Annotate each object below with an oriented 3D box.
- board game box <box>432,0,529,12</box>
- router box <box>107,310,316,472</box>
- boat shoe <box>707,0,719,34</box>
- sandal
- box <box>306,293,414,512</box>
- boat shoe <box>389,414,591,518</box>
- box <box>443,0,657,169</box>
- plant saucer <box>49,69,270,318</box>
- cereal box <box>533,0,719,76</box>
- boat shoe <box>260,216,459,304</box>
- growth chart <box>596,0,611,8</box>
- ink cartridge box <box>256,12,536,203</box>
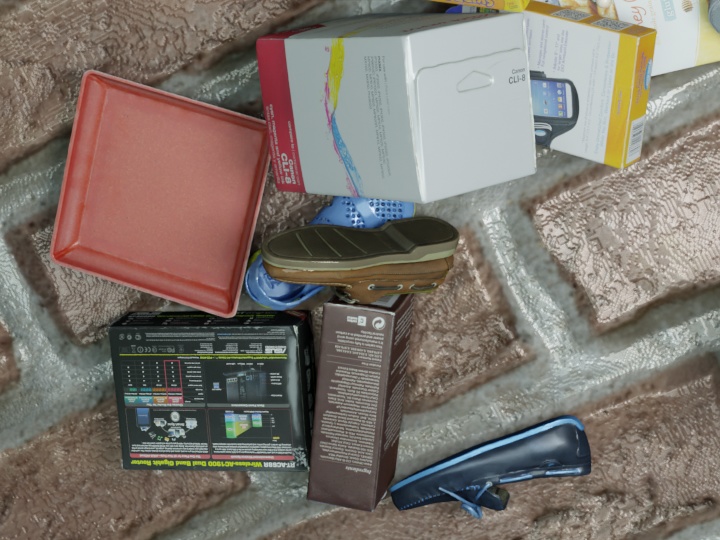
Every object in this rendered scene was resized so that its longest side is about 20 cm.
[{"bbox_3d":[0.069,-0.278,1.512,0.199,0.096,0.030,14,147,26],"label":"board game box"},{"bbox_3d":[-0.141,0.119,1.699,0.199,0.062,0.150,0,103,13],"label":"router box"},{"bbox_3d":[0.382,-0.193,1.491,0.200,0.067,0.073,42,140,-24],"label":"boat shoe"},{"bbox_3d":[-0.032,-0.020,1.627,0.200,0.087,0.080,-37,92,17],"label":"sandal"},{"bbox_3d":[0.000,0.117,1.647,0.075,0.100,0.201,7,105,11],"label":"box"},{"bbox_3d":[0.124,0.200,1.647,0.199,0.084,0.069,-22,87,20],"label":"boat shoe"},{"bbox_3d":[0.158,-0.173,1.515,0.200,0.041,0.119,21,120,33],"label":"box"},{"bbox_3d":[-0.189,-0.077,1.672,0.199,0.037,0.200,17,108,10],"label":"plant saucer"},{"bbox_3d":[0.225,-0.238,1.533,0.199,0.040,0.144,-13,100,16],"label":"cereal box"},{"bbox_3d":[0.000,0.000,1.568,0.199,0.072,0.068,-4,123,-27],"label":"boat shoe"},{"bbox_3d":[0.247,-0.334,1.486,0.200,0.018,0.145,-42,74,12],"label":"growth chart"},{"bbox_3d":[0.032,-0.145,1.502,0.200,0.145,0.145,8,109,49],"label":"ink cartridge box"}]
